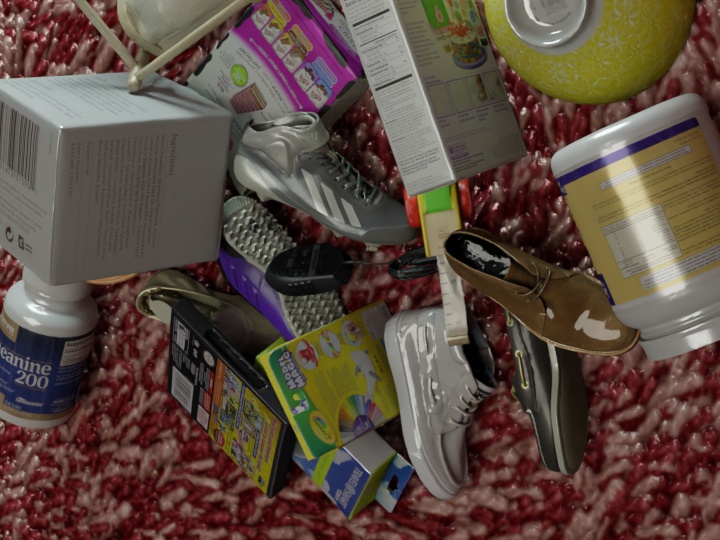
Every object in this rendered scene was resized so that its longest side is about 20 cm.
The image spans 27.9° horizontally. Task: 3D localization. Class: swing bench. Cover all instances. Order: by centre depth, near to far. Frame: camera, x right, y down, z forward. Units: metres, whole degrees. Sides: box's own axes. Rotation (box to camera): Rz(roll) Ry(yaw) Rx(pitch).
[{"bbox_3d":[-0.165,-0.314,1.449,0.199,0.200,0.130,-27,111,36],"label":"swing bench"}]

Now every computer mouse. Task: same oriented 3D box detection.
[{"bbox_3d":[0.000,0.000,1.476,0.200,0.059,0.034,-3,129,14],"label":"computer mouse"}]

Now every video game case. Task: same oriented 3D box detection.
[{"bbox_3d":[-0.143,0.143,1.583,0.181,0.025,0.200,44,152,17],"label":"video game case"}]

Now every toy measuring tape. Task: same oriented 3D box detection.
[{"bbox_3d":[0.083,-0.029,1.422,0.073,0.074,0.200,-4,99,33],"label":"toy measuring tape"}]

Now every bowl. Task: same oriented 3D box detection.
[{"bbox_3d":[0.185,-0.241,1.280,0.200,0.108,0.201,9,107,30],"label":"bowl"}]

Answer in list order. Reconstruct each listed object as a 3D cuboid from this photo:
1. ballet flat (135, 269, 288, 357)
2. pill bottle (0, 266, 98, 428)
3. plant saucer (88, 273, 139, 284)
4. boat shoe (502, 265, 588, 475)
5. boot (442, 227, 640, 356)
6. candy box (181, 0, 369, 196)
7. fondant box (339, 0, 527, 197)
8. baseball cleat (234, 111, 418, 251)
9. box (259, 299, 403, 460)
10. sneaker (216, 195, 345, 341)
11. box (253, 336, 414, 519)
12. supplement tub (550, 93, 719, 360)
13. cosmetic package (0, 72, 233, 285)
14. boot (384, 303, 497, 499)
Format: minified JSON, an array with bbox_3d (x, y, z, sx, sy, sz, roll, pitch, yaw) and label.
[{"bbox_3d":[-0.167,0.055,1.610,0.200,0.069,0.070,19,112,27],"label":"ballet flat"},{"bbox_3d":[-0.376,0.078,1.723,0.111,0.111,0.200,29,116,23],"label":"pill bottle"},{"bbox_3d":[-0.288,-0.085,1.649,0.200,0.037,0.201,2,94,24],"label":"plant saucer"},{"bbox_3d":[0.176,0.098,1.399,0.060,0.072,0.202,-5,92,31],"label":"boat shoe"},{"bbox_3d":[0.161,0.020,1.322,0.200,0.075,0.074,28,91,17],"label":"boot"},{"bbox_3d":[-0.088,-0.191,1.497,0.200,0.061,0.136,-41,80,33],"label":"candy box"},{"bbox_3d":[0.070,-0.181,1.347,0.058,0.144,0.200,-17,93,36],"label":"fondant box"},{"bbox_3d":[-0.029,-0.093,1.438,0.200,0.070,0.107,19,126,1],"label":"baseball cleat"},{"bbox_3d":[-0.020,0.111,1.448,0.048,0.200,0.118,-27,87,34],"label":"box"},{"bbox_3d":[-0.096,0.014,1.558,0.200,0.070,0.099,56,148,-5],"label":"sneaker"},{"bbox_3d":[-0.038,0.177,1.544,0.200,0.048,0.122,44,149,15],"label":"box"},{"bbox_3d":[0.267,-0.037,1.257,0.145,0.145,0.200,-24,88,35],"label":"supplement tub"},{"bbox_3d":[-0.260,-0.100,1.467,0.165,0.200,0.165,32,121,44],"label":"cosmetic package"},{"bbox_3d":[0.094,0.132,1.458,0.095,0.074,0.200,-12,99,34],"label":"boot"}]
